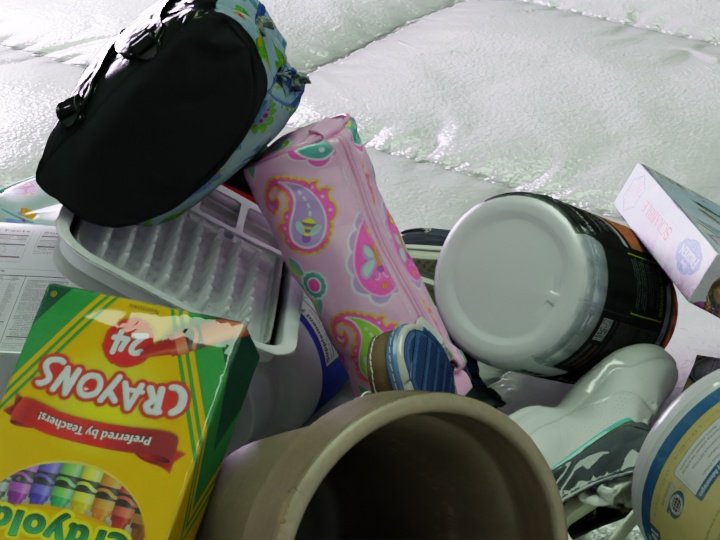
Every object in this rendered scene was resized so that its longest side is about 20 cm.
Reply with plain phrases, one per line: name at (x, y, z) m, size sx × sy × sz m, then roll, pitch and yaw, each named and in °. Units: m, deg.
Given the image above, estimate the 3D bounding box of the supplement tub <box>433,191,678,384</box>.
supplement tub at (0.146, 0.018, 1.516) m, size 0.122 × 0.123 × 0.200 m, roll 16°, pitch 0°, yaw 30°

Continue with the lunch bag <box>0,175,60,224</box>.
lunch bag at (-0.195, -0.021, 1.707) m, size 0.200 × 0.077 × 0.160 m, roll 19°, pitch 31°, yaw 34°

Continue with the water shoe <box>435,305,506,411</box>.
water shoe at (0.064, 0.096, 1.486) m, size 0.079 × 0.072 × 0.200 m, roll 16°, pitch 36°, yaw 8°

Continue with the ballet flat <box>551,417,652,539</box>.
ballet flat at (0.113, 0.160, 1.318) m, size 0.200 × 0.073 × 0.073 m, roll -27°, pitch 34°, yaw -19°

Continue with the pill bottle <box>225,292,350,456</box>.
pill bottle at (-0.061, 0.053, 1.509) m, size 0.112 × 0.112 × 0.200 m, roll 13°, pitch 28°, yaw 24°

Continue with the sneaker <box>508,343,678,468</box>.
sneaker at (0.168, 0.118, 1.447) m, size 0.088 × 0.075 × 0.200 m, roll 36°, pitch 40°, yaw 25°

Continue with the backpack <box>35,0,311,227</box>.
backpack at (-0.112, -0.114, 1.380) m, size 0.154 × 0.163 × 0.200 m, roll 41°, pitch 16°, yaw -24°

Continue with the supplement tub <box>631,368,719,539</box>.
supplement tub at (0.264, 0.157, 1.243) m, size 0.144 × 0.145 × 0.200 m, roll -10°, pitch 32°, yaw -23°

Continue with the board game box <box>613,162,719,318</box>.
board game box at (0.292, 0.012, 1.512) m, size 0.200 × 0.041 × 0.200 m, roll 27°, pitch 14°, yaw -16°

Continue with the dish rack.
dish rack at (-0.120, -0.008, 1.392) m, size 0.171 × 0.044 × 0.200 m, roll 29°, pitch 22°, yaw -11°

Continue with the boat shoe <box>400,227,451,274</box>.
boat shoe at (0.102, 0.001, 1.677) m, size 0.199 × 0.075 × 0.062 m, roll 5°, pitch 31°, yaw 21°

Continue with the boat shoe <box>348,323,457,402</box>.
boat shoe at (0.024, 0.108, 1.317) m, size 0.072 × 0.200 × 0.072 m, roll -1°, pitch 48°, yaw 16°

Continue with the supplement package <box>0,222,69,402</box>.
supplement package at (-0.221, 0.075, 1.403) m, size 0.150 × 0.152 × 0.200 m, roll 2°, pitch 24°, yaw 1°

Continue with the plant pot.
plant pot at (-0.010, 0.159, 1.216) m, size 0.200 × 0.201 × 0.174 m, roll -15°, pitch 12°, yaw -32°

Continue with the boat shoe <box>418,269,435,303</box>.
boat shoe at (-0.006, 0.017, 1.635) m, size 0.201 × 0.072 × 0.061 m, roll 4°, pitch 29°, yaw 13°

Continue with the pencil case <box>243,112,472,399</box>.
pencil case at (0.000, 0.000, 1.387) m, size 0.087 × 0.200 × 0.087 m, roll -26°, pitch 7°, yaw 3°

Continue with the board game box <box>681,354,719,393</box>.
board game box at (0.276, 0.124, 1.457) m, size 0.135 × 0.035 × 0.200 m, roll 9°, pitch 26°, yaw 16°

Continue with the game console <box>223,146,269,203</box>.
game console at (-0.106, -0.078, 1.725) m, size 0.200 × 0.177 × 0.031 m, roll 25°, pitch 69°, yaw 29°

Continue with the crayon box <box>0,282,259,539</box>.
crayon box at (-0.148, 0.113, 1.213) m, size 0.127 × 0.051 × 0.200 m, roll 11°, pitch 64°, yaw 15°
